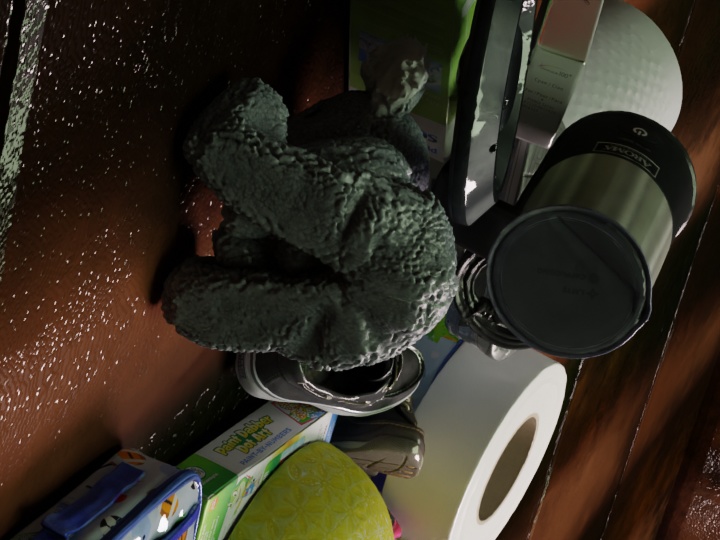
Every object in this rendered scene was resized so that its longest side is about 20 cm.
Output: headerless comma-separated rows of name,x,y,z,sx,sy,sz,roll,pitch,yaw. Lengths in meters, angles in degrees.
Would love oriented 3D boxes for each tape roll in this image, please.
tape roll,0.095,0.153,1.986,0.203,0.071,0.203,-53,160,-29

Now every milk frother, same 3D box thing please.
milk frother,0.138,0.005,1.714,0.188,0.180,0.201,-53,148,-60

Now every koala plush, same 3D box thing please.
koala plush,-0.009,-0.048,1.527,0.200,0.183,0.178,-63,168,-56

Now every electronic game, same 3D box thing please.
electronic game,0.084,-0.129,1.547,0.200,0.041,0.201,11,90,-82

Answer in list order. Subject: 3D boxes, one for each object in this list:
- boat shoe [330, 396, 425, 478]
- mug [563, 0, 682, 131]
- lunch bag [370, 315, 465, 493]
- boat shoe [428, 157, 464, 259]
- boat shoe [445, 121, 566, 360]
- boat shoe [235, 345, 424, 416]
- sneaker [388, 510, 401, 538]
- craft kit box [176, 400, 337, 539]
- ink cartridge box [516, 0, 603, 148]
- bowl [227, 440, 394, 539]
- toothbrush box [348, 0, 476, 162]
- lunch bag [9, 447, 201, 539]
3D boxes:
boat shoe,0.005,0.121,1.871,0.200,0.074,0.074,167,-62,-73
mug,0.157,-0.155,1.949,0.175,0.147,0.201,-36,116,-47
lunch bag,0.052,0.105,2.038,0.161,0.082,0.200,-51,158,-44
boat shoe,0.070,-0.080,1.878,0.072,0.070,0.201,-55,160,-77
boat shoe,0.112,-0.031,1.851,0.074,0.065,0.203,-17,125,-48
boat shoe,-0.005,0.068,1.733,0.200,0.066,0.070,12,77,-51
sneaker,-0.036,0.257,1.951,0.081,0.075,0.200,-47,169,-50
craft kit box,-0.100,0.204,1.747,0.197,0.048,0.201,-37,148,-58
ink cartridge box,0.166,-0.221,1.785,0.176,0.045,0.200,109,0,-46
bowl,-0.029,0.240,1.756,0.200,0.107,0.200,-52,159,-30
toothbrush box,0.061,-0.200,1.648,0.146,0.086,0.200,-56,160,-32
lunch bag,-0.174,0.208,1.497,0.200,0.075,0.161,-42,149,-56
